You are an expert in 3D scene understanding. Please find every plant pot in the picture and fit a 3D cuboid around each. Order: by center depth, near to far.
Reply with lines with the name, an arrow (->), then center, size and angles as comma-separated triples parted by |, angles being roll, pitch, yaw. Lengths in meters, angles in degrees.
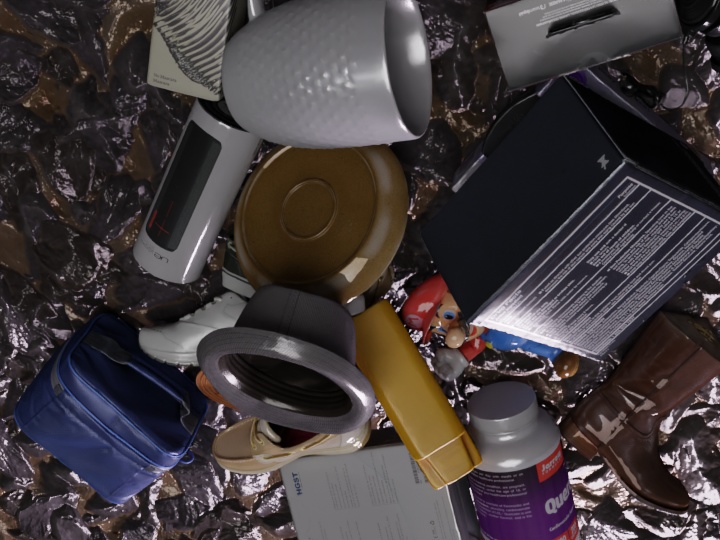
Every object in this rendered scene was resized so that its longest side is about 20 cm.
plant pot -> -0.048, -0.058, 1.095 | 0.199, 0.027, 0.201 | -8, 71, 24

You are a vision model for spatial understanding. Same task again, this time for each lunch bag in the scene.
lunch bag -> -0.273, 0.159, 1.253 | 0.200, 0.136, 0.132 | 41, 119, -13

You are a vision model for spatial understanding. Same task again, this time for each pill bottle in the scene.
pill bottle -> 0.177, 0.230, 1.222 | 0.112, 0.113, 0.201 | -9, 114, 14

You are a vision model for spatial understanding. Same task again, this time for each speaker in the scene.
speaker -> -0.170, -0.085, 1.150 | 0.081, 0.081, 0.201 | 28, 118, -4

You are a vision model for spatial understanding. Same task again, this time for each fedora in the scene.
fedora -> -0.063, 0.077, 1.051 | 0.176, 0.091, 0.200 | 9, 153, 14

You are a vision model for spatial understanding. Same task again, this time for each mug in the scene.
mug -> -0.040, -0.213, 1.029 | 0.174, 0.148, 0.201 | -5, 109, 20

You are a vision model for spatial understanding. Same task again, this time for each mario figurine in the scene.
mario figurine -> 0.140, 0.067, 1.150 | 0.199, 0.106, 0.124 | 12, 91, -2

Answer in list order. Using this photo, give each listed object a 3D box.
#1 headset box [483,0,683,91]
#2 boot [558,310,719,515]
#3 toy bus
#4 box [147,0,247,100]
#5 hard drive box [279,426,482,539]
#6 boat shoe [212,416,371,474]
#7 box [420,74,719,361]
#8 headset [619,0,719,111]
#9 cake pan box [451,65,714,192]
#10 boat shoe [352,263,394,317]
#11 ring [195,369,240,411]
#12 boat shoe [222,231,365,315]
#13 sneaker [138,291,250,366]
headset box -> 0.190, -0.233, 0.943 | 0.148, 0.200, 0.078 | -15, 112, 18
boot -> 0.345, 0.154, 1.189 | 0.186, 0.064, 0.200 | 34, 112, -10
toy bus -> 0.053, 0.130, 1.140 | 0.065, 0.078, 0.201 | -31, 87, -1
box -> -0.152, -0.274, 1.059 | 0.082, 0.068, 0.201 | 13, 118, 5
hard drive box -> 0.023, 0.266, 1.256 | 0.199, 0.077, 0.157 | -11, 98, 21
boat shoe -> -0.089, 0.178, 1.226 | 0.199, 0.074, 0.069 | -16, 144, 22
box -> 0.198, -0.040, 0.980 | 0.198, 0.124, 0.200 | 17, 125, -42
headset -> 0.324, -0.228, 0.990 | 0.123, 0.094, 0.200 | 40, 94, -29
cake pan box -> 0.217, -0.098, 1.090 | 0.200, 0.052, 0.184 | 39, 114, -10
boat shoe -> 0.000, 0.000, 1.175 | 0.064, 0.071, 0.201 | -2, 129, -32
ring -> -0.083, 0.127, 1.215 | 0.199, 0.019, 0.201 | 4, 154, 2
boat shoe -> -0.076, 0.002, 1.142 | 0.199, 0.070, 0.064 | 15, 110, 40
sneaker -> -0.157, 0.064, 1.237 | 0.199, 0.075, 0.088 | -3, 96, 10
